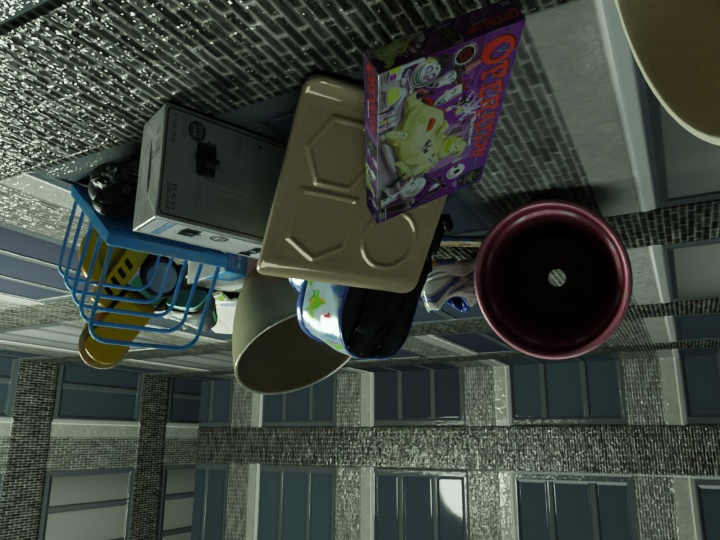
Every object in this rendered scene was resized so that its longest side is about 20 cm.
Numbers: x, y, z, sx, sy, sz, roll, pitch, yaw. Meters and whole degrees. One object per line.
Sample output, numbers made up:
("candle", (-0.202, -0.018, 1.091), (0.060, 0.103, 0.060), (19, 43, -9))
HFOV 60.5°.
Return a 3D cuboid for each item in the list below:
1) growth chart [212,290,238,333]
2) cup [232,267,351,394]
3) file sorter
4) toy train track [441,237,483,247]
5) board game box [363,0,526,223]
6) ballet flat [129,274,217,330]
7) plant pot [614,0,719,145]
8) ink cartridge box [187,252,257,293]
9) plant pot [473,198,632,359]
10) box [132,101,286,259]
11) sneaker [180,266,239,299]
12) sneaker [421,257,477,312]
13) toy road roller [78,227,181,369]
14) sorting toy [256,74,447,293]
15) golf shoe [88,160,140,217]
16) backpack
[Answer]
("growth chart", (-0.244, 0.075, 1.083), (0.196, 0.018, 0.146), (4, 144, 24))
("cup", (-0.109, 0.067, 0.927), (0.196, 0.145, 0.202), (-18, 144, -13))
("file sorter", (-0.273, -0.005, 0.745), (0.137, 0.125, 0.199), (13, -167, -39))
("toy train track", (0.124, -0.033, 0.969), (0.195, 0.033, 0.115), (0, 165, -3))
("board game box", (0.061, -0.119, 0.515), (0.118, 0.033, 0.201), (-27, 157, -11))
("ballet flat", (-0.303, 0.057, 1.009), (0.197, 0.075, 0.073), (12, 174, 36))
("plant pot", (0.220, -0.171, 0.234), (0.196, 0.191, 0.187), (-16, 163, 7))
("ink cartridge box", (-0.170, -0.002, 1.022), (0.114, 0.068, 0.198), (-14, 160, 42))
("plant pot", (0.266, 0.009, 0.857), (0.196, 0.205, 0.179), (-5, 180, 20))
("box", (-0.126, -0.080, 0.643), (0.197, 0.119, 0.060), (12, 161, -39))
("sneaker", (-0.274, 0.028, 1.137), (0.196, 0.076, 0.088), (4, 168, 25))
("sneaker", (0.178, 0.024, 1.028), (0.196, 0.090, 0.075), (-6, 175, -27))
("toy road roller", (-0.364, 0.024, 0.902), (0.145, 0.202, 0.122), (39, 170, -20))
("sorting toy", (0.002, -0.076, 0.615), (0.182, 0.203, 0.037), (8, -155, -27))
("golf shoe", (-0.210, -0.092, 0.720), (0.196, 0.080, 0.094), (7, -176, -26))
("backpack", (0.000, 0.000, 0.770), (0.145, 0.205, 0.182), (13, 177, 38))
